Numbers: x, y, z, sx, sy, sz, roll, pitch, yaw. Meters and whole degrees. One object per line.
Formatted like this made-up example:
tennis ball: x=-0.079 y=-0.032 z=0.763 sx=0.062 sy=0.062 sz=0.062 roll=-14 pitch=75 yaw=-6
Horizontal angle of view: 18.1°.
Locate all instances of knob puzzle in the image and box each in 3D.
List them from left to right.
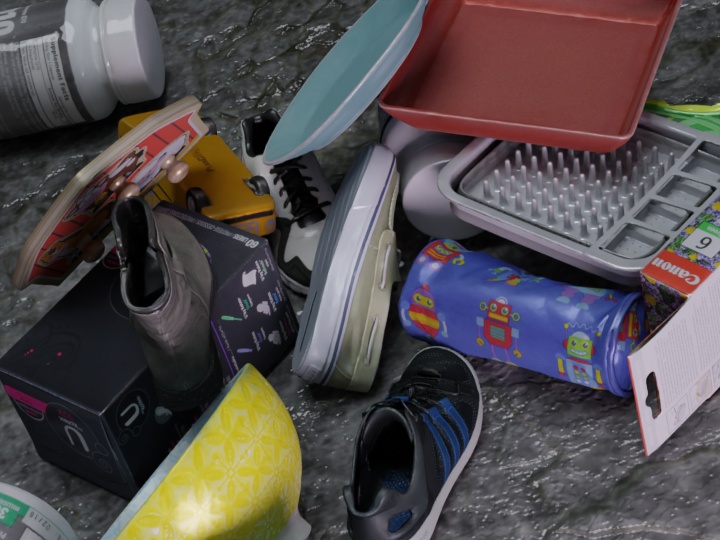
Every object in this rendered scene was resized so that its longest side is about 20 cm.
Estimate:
knob puzzle: x=-0.186 y=-0.052 z=1.710 sx=0.030 sy=0.220 sz=0.220 roll=45 pitch=65 yaw=6

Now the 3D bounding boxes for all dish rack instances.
dish rack: x=0.175 y=-0.060 z=1.697 sx=0.199 sy=0.044 sz=0.172 roll=24 pitch=49 yaw=29

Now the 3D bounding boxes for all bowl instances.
bowl: x=-0.098 y=0.173 z=1.561 sx=0.108 sy=0.200 sz=0.200 roll=39 pitch=57 yaw=-3

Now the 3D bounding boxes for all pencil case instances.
pencil case: x=0.125 y=0.034 z=1.673 sx=0.199 sy=0.079 sz=0.087 roll=16 pitch=20 yaw=34

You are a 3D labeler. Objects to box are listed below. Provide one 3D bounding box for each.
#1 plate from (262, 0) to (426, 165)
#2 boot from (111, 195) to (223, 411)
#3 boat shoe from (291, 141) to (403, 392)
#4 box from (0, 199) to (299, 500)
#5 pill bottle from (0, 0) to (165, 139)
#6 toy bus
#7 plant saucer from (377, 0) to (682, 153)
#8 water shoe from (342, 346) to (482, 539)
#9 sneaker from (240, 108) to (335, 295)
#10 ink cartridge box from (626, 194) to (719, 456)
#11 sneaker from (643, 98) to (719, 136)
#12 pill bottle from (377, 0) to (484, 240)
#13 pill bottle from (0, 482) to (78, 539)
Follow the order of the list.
plate: x=-0.004 y=-0.154 z=1.778 sx=0.200 sy=0.026 sz=0.200 roll=-47 pitch=15 yaw=16
boot: x=-0.145 y=-0.008 z=1.616 sx=0.067 sy=0.131 sz=0.201 roll=-18 pitch=43 yaw=-2
boat shoe: x=0.000 y=0.000 z=1.737 sx=0.062 sy=0.072 sz=0.201 roll=21 pitch=70 yaw=-15
box: x=-0.159 y=0.059 z=1.726 sx=0.122 sy=0.106 sz=0.200 roll=19 pitch=54 yaw=36
pill bottle: x=-0.283 y=-0.183 z=2.031 sx=0.199 sy=0.114 sz=0.114 roll=-11 pitch=41 yaw=9
toy bus: x=-0.137 y=-0.069 z=1.868 sx=0.065 sy=0.079 sz=0.200 roll=-12 pitch=35 yaw=-24
plant saucer: x=0.135 y=-0.160 z=1.760 sx=0.198 sy=0.037 sz=0.201 roll=9 pitch=43 yaw=16
water shoe: x=0.039 y=0.115 z=1.612 sx=0.071 sy=0.079 sz=0.201 roll=-1 pitch=44 yaw=19
sneaker: x=-0.054 y=-0.055 z=1.835 sx=0.073 sy=0.080 sz=0.200 roll=-25 pitch=43 yaw=-10
ink cartridge box: x=0.243 y=0.026 z=1.611 sx=0.050 sy=0.109 sz=0.200 roll=28 pitch=58 yaw=37
sneaker: x=0.232 y=-0.088 z=1.767 sx=0.199 sy=0.074 sz=0.084 roll=-3 pitch=39 yaw=17
pill bottle: x=0.070 y=-0.120 z=1.835 sx=0.110 sy=0.111 sz=0.201 roll=-12 pitch=42 yaw=8
pill bottle: x=-0.280 y=0.252 z=1.554 sx=0.112 sy=0.114 sz=0.201 roll=4 pitch=46 yaw=24
